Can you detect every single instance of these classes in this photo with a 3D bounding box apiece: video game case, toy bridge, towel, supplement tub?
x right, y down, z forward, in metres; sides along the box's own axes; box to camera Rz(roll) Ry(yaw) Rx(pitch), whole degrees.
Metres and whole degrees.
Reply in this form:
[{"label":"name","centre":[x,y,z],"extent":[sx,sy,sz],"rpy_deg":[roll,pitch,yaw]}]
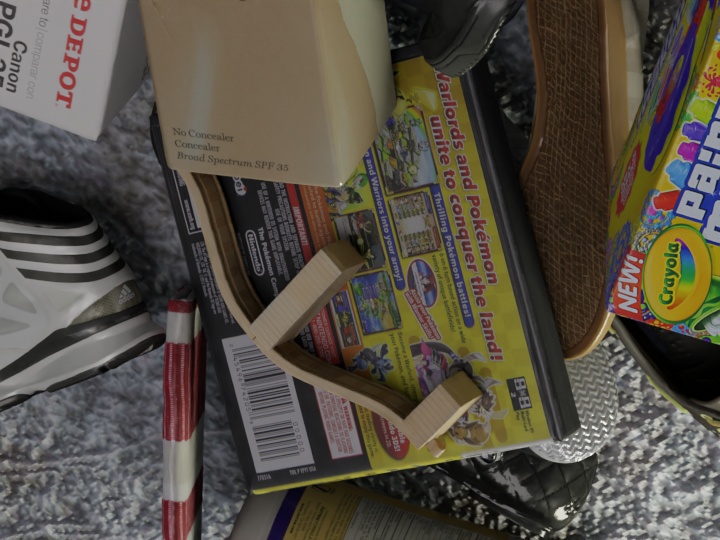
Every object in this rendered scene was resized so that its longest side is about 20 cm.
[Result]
[{"label":"video game case","centre":[0.000,0.000,1.221],"extent":[0.181,0.025,0.200],"rpy_deg":[-12,94,29]},{"label":"toy bridge","centre":[-0.026,0.013,1.207],"extent":[0.200,0.027,0.067],"rpy_deg":[49,120,10]},{"label":"towel","centre":[-0.096,0.110,1.311],"extent":[0.023,0.144,0.200],"rpy_deg":[2,93,-1]},{"label":"supplement tub","centre":[0.022,0.201,1.374],"extent":[0.200,0.145,0.145],"rpy_deg":[17,126,7]}]

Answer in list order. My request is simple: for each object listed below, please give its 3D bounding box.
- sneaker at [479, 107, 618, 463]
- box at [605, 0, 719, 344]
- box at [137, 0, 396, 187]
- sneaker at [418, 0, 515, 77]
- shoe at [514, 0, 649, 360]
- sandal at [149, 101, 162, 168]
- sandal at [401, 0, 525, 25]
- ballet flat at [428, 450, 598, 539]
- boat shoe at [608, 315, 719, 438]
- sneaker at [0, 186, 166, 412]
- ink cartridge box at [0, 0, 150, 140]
[{"label":"sneaker","centre":[0.052,0.009,1.276],"extent":[0.114,0.075,0.200],"rpy_deg":[-19,93,57]},{"label":"box","centre":[0.225,-0.066,1.050],"extent":[0.193,0.122,0.200],"rpy_deg":[16,122,-3]},{"label":"box","centre":[-0.047,-0.144,1.113],"extent":[0.095,0.078,0.200],"rpy_deg":[6,127,21]},{"label":"sneaker","centre":[0.041,-0.170,1.076],"extent":[0.104,0.060,0.200],"rpy_deg":[26,142,-8]},{"label":"shoe","centre":[0.111,-0.055,1.195],"extent":[0.070,0.053,0.200],"rpy_deg":[14,108,34]},{"label":"sandal","centre":[-0.029,-0.025,1.280],"extent":[0.080,0.057,0.201],"rpy_deg":[-42,75,28]},{"label":"sandal","centre":[-0.014,-0.169,1.189],"extent":[0.200,0.076,0.043],"rpy_deg":[31,153,-2]},{"label":"ballet flat","centre":[0.036,0.074,1.352],"extent":[0.200,0.066,0.057],"rpy_deg":[33,85,-6]},{"label":"boat shoe","centre":[0.181,0.048,1.271],"extent":[0.072,0.061,0.201],"rpy_deg":[-33,108,32]},{"label":"sneaker","centre":[-0.200,0.017,1.388],"extent":[0.200,0.076,0.115],"rpy_deg":[-21,92,38]},{"label":"ink cartridge box","centre":[-0.194,-0.172,1.236],"extent":[0.200,0.083,0.147],"rpy_deg":[20,126,5]}]
